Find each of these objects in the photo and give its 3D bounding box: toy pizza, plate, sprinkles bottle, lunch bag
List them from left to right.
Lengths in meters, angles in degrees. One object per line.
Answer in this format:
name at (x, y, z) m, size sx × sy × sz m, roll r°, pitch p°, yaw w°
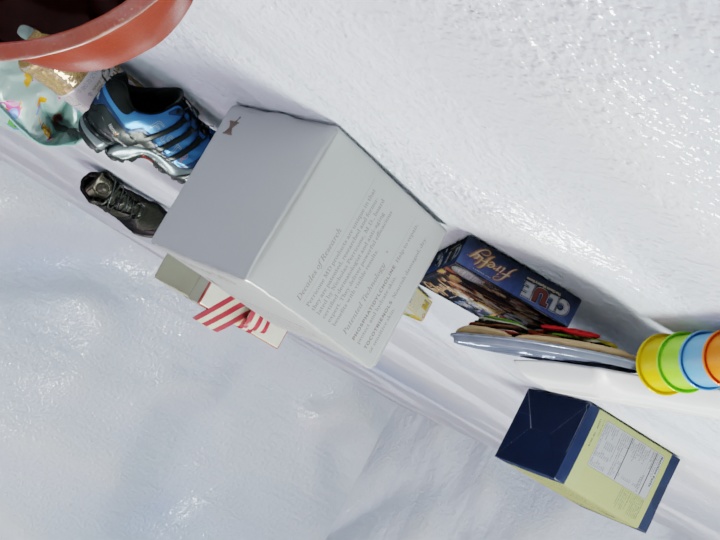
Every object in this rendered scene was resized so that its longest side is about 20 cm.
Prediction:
lunch bag at (-0.414, -0.230, 1.184) m, size 0.170 × 0.122 × 0.200 m, roll 23°, pitch 163°, yaw 29°
sprinkles bottle at (-0.274, -0.190, 1.135) m, size 0.068 × 0.068 × 0.200 m, roll 18°, pitch 166°, yaw 48°
toy pizza at (0.192, 0.074, 1.060) m, size 0.200 × 0.032 × 0.200 m, roll 10°, pitch 174°, yaw 1°
plate at (0.289, 0.128, 1.105) m, size 0.199 × 0.032 × 0.200 m, roll 12°, pitch 174°, yaw -16°

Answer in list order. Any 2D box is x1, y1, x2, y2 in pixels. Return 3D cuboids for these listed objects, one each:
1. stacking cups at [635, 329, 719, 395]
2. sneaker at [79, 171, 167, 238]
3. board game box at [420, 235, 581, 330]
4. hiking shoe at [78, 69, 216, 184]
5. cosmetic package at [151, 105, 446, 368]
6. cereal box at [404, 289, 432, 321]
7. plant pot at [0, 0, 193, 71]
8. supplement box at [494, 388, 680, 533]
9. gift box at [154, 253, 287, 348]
stacking cups at (0.305, 0.073, 0.893) m, size 0.060 × 0.061 × 0.200 m, roll 29°, pitch 167°, yaw -3°
sneaker at (-0.459, -0.128, 2.001) m, size 0.199 × 0.076 × 0.114 m, roll 33°, pitch 178°, yaw 9°
board game box at (0.143, 0.021, 1.137) m, size 0.135 × 0.035 × 0.200 m, roll 29°, pitch 171°, yaw -5°
hiking shoe at (-0.193, -0.147, 1.104) m, size 0.200 × 0.087 × 0.074 m, roll 11°, pitch -141°, yaw -37°
cosmetic package at (-0.058, -0.034, 1.029) m, size 0.167 × 0.167 × 0.200 m, roll 19°, pitch 166°, yaw 46°
cereal box at (0.000, 0.000, 1.439) m, size 0.144 × 0.040 × 0.200 m, roll 23°, pitch 169°, yaw 33°
plant pot at (-0.151, -0.182, 0.484) m, size 0.200 × 0.201 × 0.195 m, roll 30°, pitch 179°, yaw -6°
supplement box at (0.371, 0.309, 1.712) m, size 0.200 × 0.134 × 0.200 m, roll 32°, pitch 170°, yaw -18°
gift box at (-0.187, -0.001, 1.549) m, size 0.200 × 0.185 × 0.187 m, roll 28°, pitch 175°, yaw -39°
